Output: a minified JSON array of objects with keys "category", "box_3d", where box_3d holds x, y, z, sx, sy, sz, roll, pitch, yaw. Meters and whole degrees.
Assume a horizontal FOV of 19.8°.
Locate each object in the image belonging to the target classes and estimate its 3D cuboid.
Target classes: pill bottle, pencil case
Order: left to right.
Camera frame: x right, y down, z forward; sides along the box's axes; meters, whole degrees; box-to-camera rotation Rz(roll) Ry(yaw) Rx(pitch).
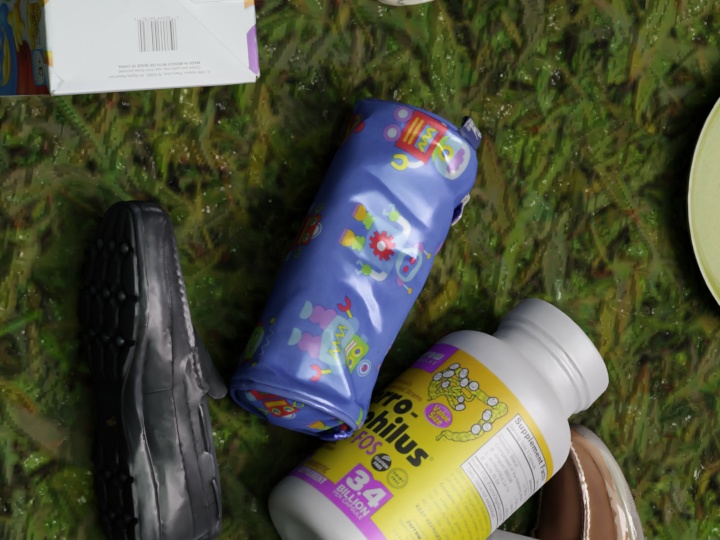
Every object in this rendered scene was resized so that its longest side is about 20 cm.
[{"category":"pencil case","box_3d":[0.000,0.000,1.161,0.087,0.078,0.201,30,72,-18]},{"category":"pill bottle","box_3d":[0.050,0.105,1.193,0.200,0.104,0.104,-41,110,-20]}]

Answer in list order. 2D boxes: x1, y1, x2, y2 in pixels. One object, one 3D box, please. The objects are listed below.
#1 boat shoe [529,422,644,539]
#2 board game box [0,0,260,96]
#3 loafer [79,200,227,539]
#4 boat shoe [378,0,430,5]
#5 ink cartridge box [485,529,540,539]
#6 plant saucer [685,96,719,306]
[{"category":"boat shoe","box_3d":[0.129,0.195,1.258,0.072,0.076,0.201,-10,96,-24]},{"category":"board game box","box_3d":[-0.138,-0.140,1.023,0.104,0.200,0.103,-6,96,-26]},{"category":"loafer","box_3d":[-0.110,0.059,1.132,0.070,0.068,0.201,-10,102,-36]},{"category":"boat shoe","box_3d":[0.094,-0.204,1.219,0.199,0.071,0.063,-18,144,-27]},{"category":"ink cartridge box","box_3d":[0.116,0.269,1.200,0.145,0.084,0.201,13,100,5]},{"category":"plant saucer","box_3d":[0.287,-0.047,1.345,0.199,0.031,0.201,-2,94,-27]}]
